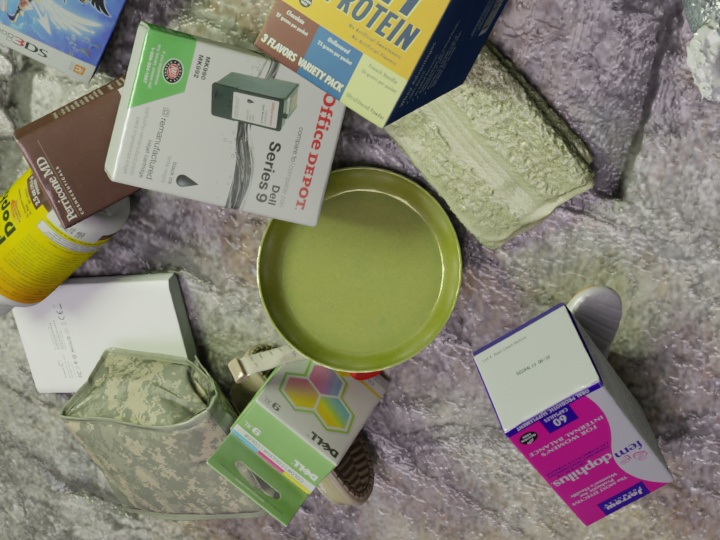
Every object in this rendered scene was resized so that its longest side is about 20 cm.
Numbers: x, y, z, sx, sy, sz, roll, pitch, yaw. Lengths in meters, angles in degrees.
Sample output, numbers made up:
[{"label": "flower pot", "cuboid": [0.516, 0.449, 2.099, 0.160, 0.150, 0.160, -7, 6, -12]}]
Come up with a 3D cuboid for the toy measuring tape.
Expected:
[{"label": "toy measuring tape", "cuboid": [-0.037, 0.085, 1.739, 0.200, 0.074, 0.074, -17, 116, -19]}]

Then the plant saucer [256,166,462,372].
[{"label": "plant saucer", "cuboid": [0.000, 0.000, 1.697, 0.199, 0.031, 0.201, -1, 83, 6]}]

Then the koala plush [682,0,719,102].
[{"label": "koala plush", "cuboid": [0.306, -0.249, 1.429, 0.183, 0.177, 0.200, -4, 115, 35]}]

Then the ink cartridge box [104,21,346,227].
[{"label": "ink cartridge box", "cuboid": [-0.122, -0.135, 1.623, 0.200, 0.084, 0.146, 12, 98, -15]}]

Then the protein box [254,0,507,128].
[{"label": "protein box", "cuboid": [0.044, -0.254, 1.477, 0.135, 0.200, 0.199, 34, 116, 11]}]

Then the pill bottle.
[{"label": "pill bottle", "cuboid": [-0.337, -0.036, 1.809, 0.109, 0.109, 0.200, 47, 122, -6]}]

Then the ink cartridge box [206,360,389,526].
[{"label": "ink cartridge box", "cuboid": [-0.059, 0.150, 1.741, 0.104, 0.200, 0.059, 40, 130, -2]}]

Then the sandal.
[{"label": "sandal", "cuboid": [0.201, 0.077, 1.688, 0.079, 0.059, 0.207, 1, 134, -19]}]

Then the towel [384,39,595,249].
[{"label": "towel", "cuboid": [0.112, -0.124, 1.635, 0.148, 0.036, 0.200, -37, 99, 31]}]

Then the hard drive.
[{"label": "hard drive", "cuboid": [-0.276, 0.070, 1.889, 0.200, 0.026, 0.132, -3, 114, 22]}]

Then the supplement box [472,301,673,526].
[{"label": "supplement box", "cuboid": [0.201, 0.138, 1.633, 0.101, 0.103, 0.200, -31, 137, 11]}]

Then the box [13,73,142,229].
[{"label": "box", "cuboid": [-0.223, -0.133, 1.681, 0.200, 0.075, 0.100, -29, 106, -5]}]

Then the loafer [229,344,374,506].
[{"label": "loafer", "cuboid": [-0.063, 0.169, 1.833, 0.200, 0.076, 0.068, 52, 129, 4]}]

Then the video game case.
[{"label": "video game case", "cuboid": [-0.306, -0.291, 1.657, 0.181, 0.046, 0.200, 24, 136, -10]}]

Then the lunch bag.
[{"label": "lunch bag", "cuboid": [-0.184, 0.175, 1.817, 0.200, 0.118, 0.164, 4, 137, 36]}]
